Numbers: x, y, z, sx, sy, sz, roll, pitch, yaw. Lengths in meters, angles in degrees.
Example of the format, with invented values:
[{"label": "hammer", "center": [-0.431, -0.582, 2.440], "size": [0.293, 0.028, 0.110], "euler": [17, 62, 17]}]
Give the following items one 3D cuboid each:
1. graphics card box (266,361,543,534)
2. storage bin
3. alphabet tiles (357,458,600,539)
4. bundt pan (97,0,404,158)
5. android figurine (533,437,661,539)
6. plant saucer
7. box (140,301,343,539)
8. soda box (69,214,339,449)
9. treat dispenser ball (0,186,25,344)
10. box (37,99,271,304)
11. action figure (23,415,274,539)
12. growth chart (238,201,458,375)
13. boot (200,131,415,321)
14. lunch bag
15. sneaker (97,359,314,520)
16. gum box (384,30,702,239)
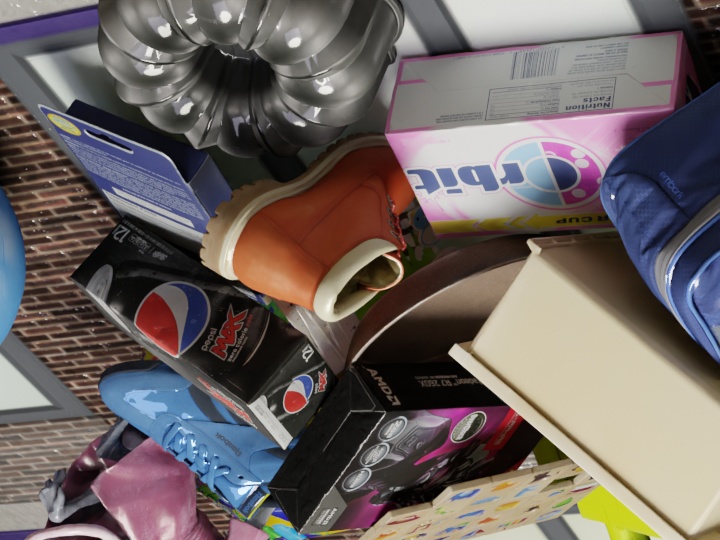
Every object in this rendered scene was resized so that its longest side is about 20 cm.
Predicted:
[{"label": "graphics card box", "center": [0.044, 0.122, 1.448], "size": [0.200, 0.051, 0.126], "euler": [3, 132, -45]}, {"label": "storage bin", "center": [0.198, 0.070, 1.316], "size": [0.200, 0.198, 0.094], "euler": [40, 112, 24]}, {"label": "alphabet tiles", "center": [0.092, 0.173, 1.493], "size": [0.200, 0.008, 0.167], "euler": [-9, 160, -25]}, {"label": "bundt pan", "center": [-0.076, -0.142, 1.288], "size": [0.201, 0.076, 0.202], "euler": [8, 146, 6]}, {"label": "android figurine", "center": [0.201, 0.141, 1.536], "size": [0.182, 0.041, 0.200], "euler": [12, 132, 46]}, {"label": "plant saucer", "center": [0.074, 0.031, 1.418], "size": [0.200, 0.035, 0.200], "euler": [-20, 156, -9]}, {"label": "box", "center": [-0.043, 0.105, 1.603], "size": [0.200, 0.122, 0.193], "euler": [-18, 136, 37]}, {"label": "soda box", "center": [-0.110, 0.040, 1.424], "size": [0.200, 0.063, 0.071], "euler": [31, 165, 37]}, {"label": "treat dispenser ball", "center": [-0.340, -0.004, 1.462], "size": [0.200, 0.201, 0.201], "euler": [8, 147, 6]}, {"label": "box", "center": [-0.135, -0.054, 1.422], "size": [0.121, 0.032, 0.200], "euler": [23, 161, 28]}, {"label": "action figure", "center": [-0.135, 0.202, 1.546], "size": [0.134, 0.149, 0.200], "euler": [-28, 115, 36]}, {"label": "growth chart", "center": [0.000, 0.000, 1.446], "size": [0.200, 0.145, 0.018], "euler": [47, 178, -35]}, {"label": "boot", "center": [-0.002, -0.025, 1.326], "size": [0.107, 0.200, 0.075], "euler": [27, 124, 24]}, {"label": "lunch bag", "center": [0.262, -0.037, 1.225], "size": [0.200, 0.132, 0.136], "euler": [-36, 137, 3]}, {"label": "sneaker", "center": [-0.099, 0.127, 1.479], "size": [0.200, 0.079, 0.066], "euler": [22, 146, -9]}, {"label": "gum box", "center": [0.130, -0.085, 1.314], "size": [0.199, 0.066, 0.114], "euler": [-3, 143, 22]}]
